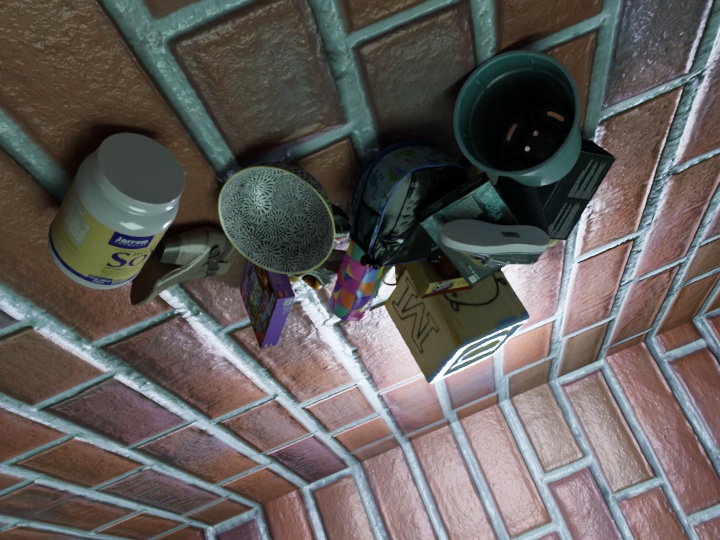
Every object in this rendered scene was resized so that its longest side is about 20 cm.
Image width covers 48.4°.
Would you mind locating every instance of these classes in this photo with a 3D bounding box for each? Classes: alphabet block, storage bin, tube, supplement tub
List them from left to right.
[{"bbox_3d":[-0.345,-0.083,1.133,0.145,0.146,0.200,0,147,-40],"label":"supplement tub"},{"bbox_3d":[0.167,-0.151,1.465,0.058,0.052,0.199,13,162,-33],"label":"tube"},{"bbox_3d":[0.194,0.084,1.658,0.194,0.201,0.197,-19,158,-29],"label":"alphabet block"},{"bbox_3d":[0.251,-0.126,1.509,0.145,0.201,0.134,4,155,-44],"label":"storage bin"}]

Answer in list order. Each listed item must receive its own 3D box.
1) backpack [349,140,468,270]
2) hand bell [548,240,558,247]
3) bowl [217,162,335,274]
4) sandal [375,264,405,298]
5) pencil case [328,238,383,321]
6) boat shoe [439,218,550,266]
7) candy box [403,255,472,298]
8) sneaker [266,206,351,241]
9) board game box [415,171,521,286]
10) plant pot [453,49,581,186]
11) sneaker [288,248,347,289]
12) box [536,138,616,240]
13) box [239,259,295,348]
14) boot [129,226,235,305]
[{"bbox_3d":[0.078,-0.125,1.383,0.182,0.147,0.201,-7,132,-33],"label":"backpack"},{"bbox_3d":[0.354,-0.130,1.719,0.104,0.105,0.200,-33,142,21],"label":"hand bell"},{"bbox_3d":[-0.121,-0.102,1.302,0.201,0.200,0.094,-45,-169,39],"label":"bowl"},{"bbox_3d":[0.089,-0.011,1.667,0.200,0.054,0.080,-52,171,19],"label":"sandal"},{"bbox_3d":[0.000,0.000,1.512,0.088,0.088,0.201,-5,129,-33],"label":"pencil case"},{"bbox_3d":[0.215,-0.038,1.320,0.199,0.072,0.068,0,132,-26],"label":"boat shoe"},{"bbox_3d":[0.133,-0.049,1.532,0.116,0.201,0.057,-9,149,-25],"label":"candy box"},{"bbox_3d":[-0.107,-0.068,1.447,0.199,0.077,0.085,2,150,-42],"label":"sneaker"},{"bbox_3d":[0.198,-0.065,1.353,0.135,0.028,0.200,-31,134,14],"label":"board game box"},{"bbox_3d":[0.278,-0.233,1.325,0.199,0.201,0.196,-31,162,18],"label":"plant pot"},{"bbox_3d":[-0.077,-0.002,1.568,0.199,0.083,0.078,6,174,-41],"label":"sneaker"},{"bbox_3d":[0.397,-0.164,1.603,0.140,0.079,0.201,-1,127,-43],"label":"box"},{"bbox_3d":[-0.181,0.044,1.528,0.039,0.138,0.200,-12,152,-24],"label":"box"},{"bbox_3d":[-0.307,-0.003,1.413,0.145,0.071,0.200,-2,148,-41],"label":"boot"}]
